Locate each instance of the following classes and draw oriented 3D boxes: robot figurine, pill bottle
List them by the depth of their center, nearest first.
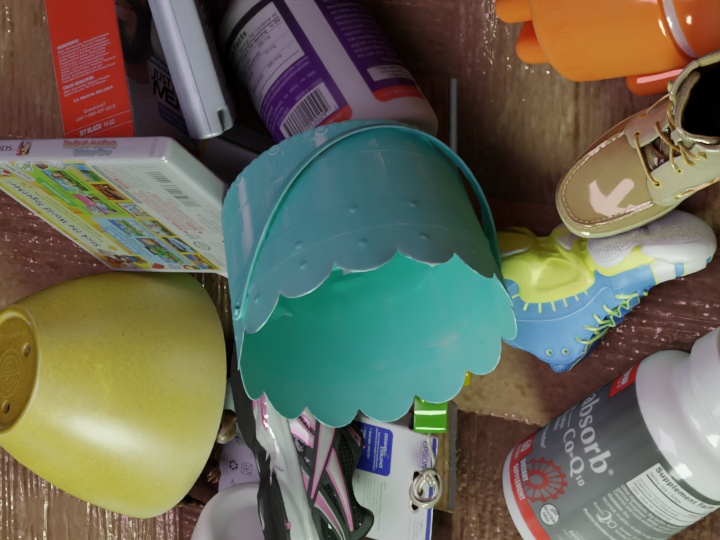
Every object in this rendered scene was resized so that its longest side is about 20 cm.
[{"bbox_3d":[0.193,-0.190,1.514,0.199,0.116,0.145,-5,97,32],"label":"robot figurine"},{"bbox_3d":[0.206,0.127,1.580,0.200,0.116,0.116,-37,82,31],"label":"pill bottle"},{"bbox_3d":[-0.036,-0.157,1.648,0.111,0.111,0.201,-44,65,30],"label":"pill bottle"},{"bbox_3d":[-0.098,0.271,1.778,0.114,0.114,0.201,39,134,17],"label":"pill bottle"}]

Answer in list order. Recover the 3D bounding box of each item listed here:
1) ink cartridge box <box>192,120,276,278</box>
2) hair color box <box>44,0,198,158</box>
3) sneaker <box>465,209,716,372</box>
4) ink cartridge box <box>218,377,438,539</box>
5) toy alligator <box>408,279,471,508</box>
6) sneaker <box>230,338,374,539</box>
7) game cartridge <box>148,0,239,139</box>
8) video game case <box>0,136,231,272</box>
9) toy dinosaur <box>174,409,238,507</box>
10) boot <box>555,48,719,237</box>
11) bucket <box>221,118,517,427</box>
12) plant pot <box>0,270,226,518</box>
[{"bbox_3d":[-0.057,-0.038,1.728,0.199,0.059,0.105,23,112,24],"label":"ink cartridge box"},{"bbox_3d":[-0.184,-0.167,1.699,0.064,0.111,0.201,-18,70,18],"label":"hair color box"},{"bbox_3d":[0.173,0.016,1.607,0.199,0.076,0.106,-2,113,38],"label":"sneaker"},{"bbox_3d":[-0.020,0.149,1.764,0.199,0.039,0.100,14,108,29],"label":"ink cartridge box"},{"bbox_3d":[0.053,0.077,1.666,0.059,0.054,0.202,2,85,1],"label":"toy alligator"},{"bbox_3d":[-0.042,0.122,1.708,0.080,0.086,0.202,159,102,-68],"label":"sneaker"},{"bbox_3d":[-0.125,-0.175,1.656,0.041,0.200,0.134,-12,101,1],"label":"game cartridge"},{"bbox_3d":[-0.162,-0.046,1.651,0.181,0.200,0.023,1,68,31],"label":"video game case"},{"bbox_3d":[-0.148,0.137,1.819,0.199,0.060,0.107,5,86,52],"label":"toy dinosaur"},{"bbox_3d":[0.209,-0.086,1.475,0.199,0.155,0.073,-26,83,13],"label":"boot"},{"bbox_3d":[0.000,0.000,1.566,0.207,0.206,0.136,-40,50,31],"label":"bucket"},{"bbox_3d":[-0.220,0.087,1.759,0.199,0.141,0.202,-17,67,49],"label":"plant pot"}]
